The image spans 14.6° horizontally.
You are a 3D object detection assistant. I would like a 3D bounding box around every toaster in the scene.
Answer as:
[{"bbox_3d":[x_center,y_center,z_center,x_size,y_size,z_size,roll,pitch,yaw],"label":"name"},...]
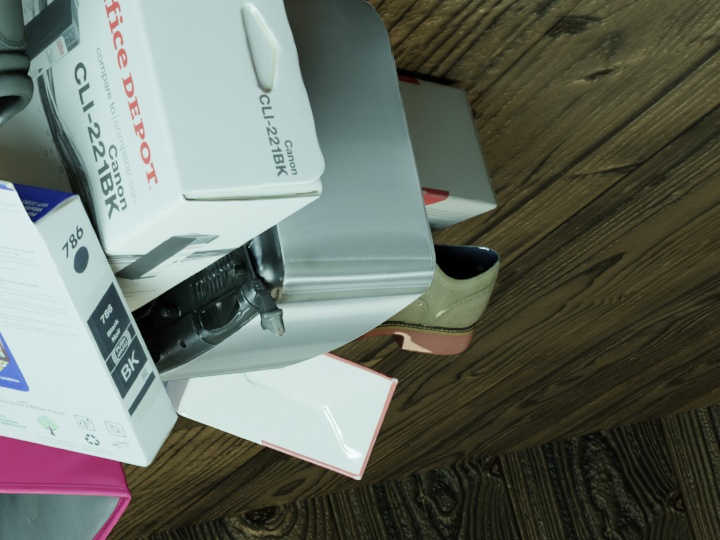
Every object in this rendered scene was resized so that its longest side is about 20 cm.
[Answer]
[{"bbox_3d":[-0.065,-0.037,1.468,0.118,0.201,0.181,-2,163,-35],"label":"toaster"}]

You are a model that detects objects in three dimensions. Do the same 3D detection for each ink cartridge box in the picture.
[{"bbox_3d":[-0.115,-0.071,1.361,0.084,0.145,0.200,-5,165,-36],"label":"ink cartridge box"},{"bbox_3d":[-0.040,-0.049,1.739,0.200,0.083,0.147,-21,167,27],"label":"ink cartridge box"},{"bbox_3d":[-0.058,0.070,1.692,0.116,0.068,0.200,21,178,-9],"label":"ink cartridge box"},{"bbox_3d":[-0.162,0.010,1.328,0.099,0.039,0.200,11,143,27],"label":"ink cartridge box"}]

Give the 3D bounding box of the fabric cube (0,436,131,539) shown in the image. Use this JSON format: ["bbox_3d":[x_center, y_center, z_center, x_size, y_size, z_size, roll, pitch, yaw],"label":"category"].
[{"bbox_3d":[-0.276,0.100,1.636,0.200,0.200,0.196,5,141,-31],"label":"fabric cube"}]

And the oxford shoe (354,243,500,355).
[{"bbox_3d":[0.000,0.000,1.708,0.200,0.070,0.075,5,124,-43],"label":"oxford shoe"}]

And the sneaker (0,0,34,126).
[{"bbox_3d":[-0.229,-0.085,1.256,0.200,0.099,0.071,-20,170,28],"label":"sneaker"}]
